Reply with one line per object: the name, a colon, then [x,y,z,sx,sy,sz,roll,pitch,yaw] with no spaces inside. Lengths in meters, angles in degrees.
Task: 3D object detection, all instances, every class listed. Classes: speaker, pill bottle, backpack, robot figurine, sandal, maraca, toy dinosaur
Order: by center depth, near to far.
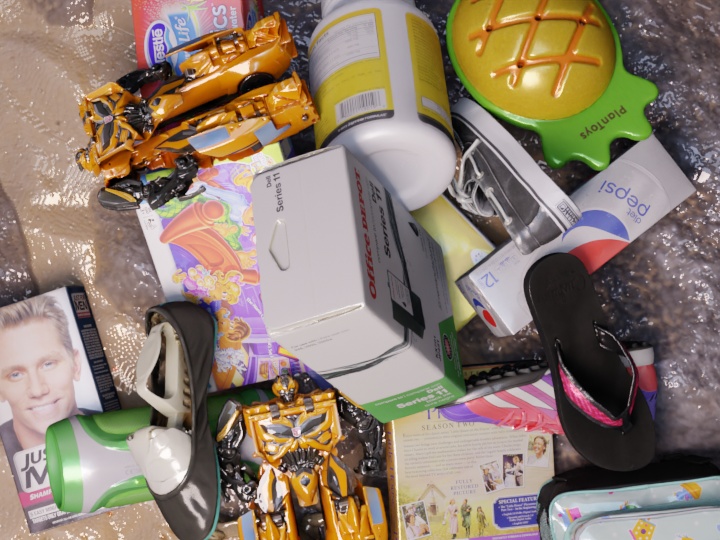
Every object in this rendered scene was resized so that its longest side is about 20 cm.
robot figurine: [-0.140,-0.129,1.336,0.200,0.058,0.145,-22,54,4]
sandal: [0.188,0.080,1.337,0.075,0.045,0.200,-30,108,-18]
robot figurine: [-0.043,0.184,1.361,0.145,0.058,0.200,-12,95,-7]
backpack: [0.240,0.267,1.363,0.175,0.153,0.200,-7,99,-2]
pill bottle: [0.014,-0.153,1.371,0.112,0.112,0.200,-11,53,8]
maraca: [0.158,-0.171,1.382,0.137,0.107,0.200,-36,73,-7]
speaker: [-0.161,0.152,1.411,0.200,0.088,0.089,-7,90,-20]
toy dinosaur: [-0.047,0.242,1.454,0.200,0.058,0.101,29,117,-8]

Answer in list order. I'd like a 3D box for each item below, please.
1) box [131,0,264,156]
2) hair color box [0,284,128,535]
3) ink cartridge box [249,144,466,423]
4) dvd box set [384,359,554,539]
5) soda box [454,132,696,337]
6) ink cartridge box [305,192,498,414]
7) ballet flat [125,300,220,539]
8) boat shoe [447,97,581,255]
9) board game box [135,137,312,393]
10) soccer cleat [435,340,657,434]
box: [-0.136,-0.187,1.434,0.100,0.095,0.200,-5,90,8]
hair color box: [-0.269,0.122,1.474,0.100,0.061,0.200,-18,88,7]
ink cartridge box: [0.000,0.013,1.298,0.083,0.200,0.147,-19,61,19]
dvd box set: [0.094,0.180,1.415,0.146,0.029,0.200,-4,90,-16]
soda box: [0.178,-0.028,1.383,0.200,0.068,0.063,-37,90,-9]
ink cartridge box: [0.000,0.000,1.444,0.198,0.047,0.200,45,93,4]
ballet flat: [-0.154,0.119,1.334,0.068,0.068,0.200,-23,61,38]
boat shoe: [0.109,-0.074,1.366,0.068,0.074,0.199,-41,41,3]
board game box: [-0.099,-0.006,1.393,0.134,0.045,0.200,-13,109,12]
soccer cleat: [0.159,0.109,1.385,0.200,0.068,0.073,-11,92,-20]
